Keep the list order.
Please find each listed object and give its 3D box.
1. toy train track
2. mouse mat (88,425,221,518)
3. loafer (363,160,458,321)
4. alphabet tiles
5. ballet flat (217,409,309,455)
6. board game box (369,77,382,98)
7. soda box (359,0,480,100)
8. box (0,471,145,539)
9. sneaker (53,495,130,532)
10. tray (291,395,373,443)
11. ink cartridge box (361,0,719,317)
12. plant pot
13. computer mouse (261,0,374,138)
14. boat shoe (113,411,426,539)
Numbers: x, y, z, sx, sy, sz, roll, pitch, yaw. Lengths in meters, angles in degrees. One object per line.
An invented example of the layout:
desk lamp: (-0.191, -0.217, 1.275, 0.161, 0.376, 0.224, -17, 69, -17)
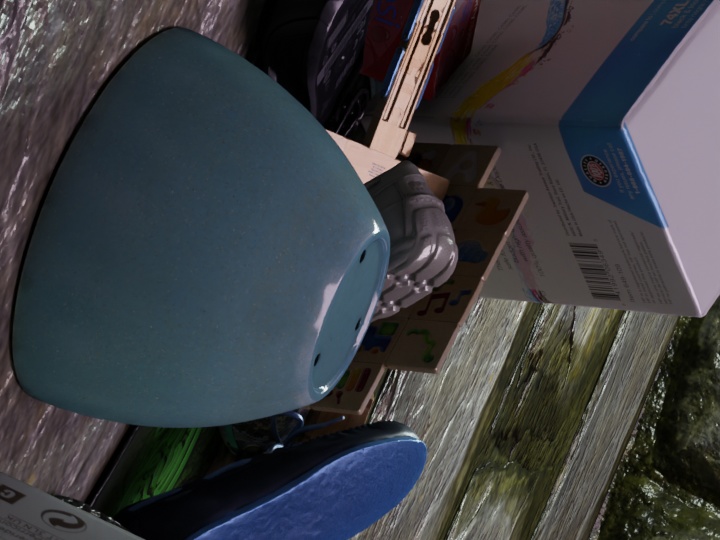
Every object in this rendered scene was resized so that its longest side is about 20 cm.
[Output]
toy train track: (0.014, -0.098, 1.493, 0.114, 0.032, 0.201, 20, 91, -44)
mouse mat: (-0.131, 0.141, 1.566, 0.161, 0.008, 0.200, 86, 29, -61)
loafer: (-0.037, 0.010, 1.451, 0.199, 0.070, 0.070, -29, 153, 21)
alphabet tiles: (0.000, 0.000, 1.523, 0.200, 0.166, 0.006, -61, 139, -32)
ballet flat: (-0.035, 0.015, 1.604, 0.072, 0.072, 0.201, 76, 35, -67)
board game box: (0.066, -0.162, 1.765, 0.200, 0.036, 0.151, -60, 164, -24)
soda box: (0.040, -0.202, 1.537, 0.063, 0.070, 0.201, -52, 159, -49)
box: (-0.171, 0.202, 1.116, 0.200, 0.198, 0.172, -36, 146, -64)
sneaker: (-0.168, 0.179, 1.389, 0.089, 0.077, 0.200, -58, 164, 19)
tray: (-0.027, 0.100, 1.708, 0.200, 0.037, 0.099, -91, -157, -81)
ink cartridge box: (0.134, -0.078, 1.624, 0.146, 0.199, 0.147, -50, 129, -34)
plant pot: (-0.064, -0.003, 1.330, 0.201, 0.134, 0.200, -60, 164, -29)
computer mouse: (-0.044, -0.089, 1.472, 0.141, 0.046, 0.200, -58, 169, -21)
boat shoe: (-0.052, 0.121, 1.543, 0.199, 0.069, 0.084, -15, 129, -37)
